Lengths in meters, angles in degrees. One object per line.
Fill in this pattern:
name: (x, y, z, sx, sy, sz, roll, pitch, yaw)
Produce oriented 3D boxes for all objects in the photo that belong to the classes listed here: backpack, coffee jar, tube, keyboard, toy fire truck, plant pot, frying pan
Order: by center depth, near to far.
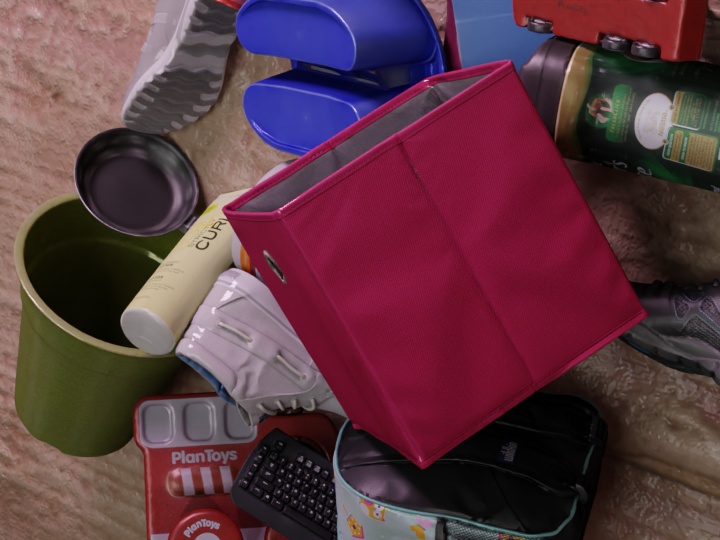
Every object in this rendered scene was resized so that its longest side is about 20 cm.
toy fire truck: (0.222, -0.181, 1.183, 0.199, 0.140, 0.049, 20, 111, 40)
coffee jar: (0.210, -0.109, 1.190, 0.198, 0.104, 0.086, 15, 107, 17)
backpack: (0.078, 0.174, 1.301, 0.198, 0.176, 0.154, 13, 129, 11)
keyboard: (-0.002, 0.195, 1.396, 0.199, 0.105, 0.040, 32, 157, -7)
tube: (-0.136, -0.012, 1.433, 0.058, 0.200, 0.052, 25, 137, 9)
toy fire truck: (-0.094, 0.183, 1.456, 0.198, 0.112, 0.170, -4, 85, -6)
frying pan: (-0.167, -0.066, 1.519, 0.031, 0.189, 0.116, 126, 158, -53)
plant pot: (-0.234, 0.065, 1.528, 0.200, 0.199, 0.191, 43, 133, 20)

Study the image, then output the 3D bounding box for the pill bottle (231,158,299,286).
pill bottle: (0.000, 0.000, 1.378, 0.199, 0.113, 0.114, 33, 116, 26)

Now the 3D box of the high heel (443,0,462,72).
high heel: (0.065, -0.221, 1.320, 0.095, 0.067, 0.201, -25, 97, 25)

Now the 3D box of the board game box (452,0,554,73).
board game box: (0.147, -0.203, 1.258, 0.156, 0.039, 0.202, -9, 110, 5)

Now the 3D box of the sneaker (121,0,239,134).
sneaker: (-0.153, -0.204, 1.487, 0.200, 0.074, 0.082, -53, 40, 32)

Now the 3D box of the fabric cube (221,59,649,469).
fabric cube: (0.046, -0.008, 1.191, 0.200, 0.199, 0.196, 60, 169, -11)

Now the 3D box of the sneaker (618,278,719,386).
sneaker: (0.252, 0.037, 1.249, 0.199, 0.073, 0.082, 27, 90, 28)

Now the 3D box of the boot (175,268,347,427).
boot: (-0.064, 0.095, 1.404, 0.200, 0.096, 0.073, 40, 161, -15)

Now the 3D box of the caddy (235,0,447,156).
caddy: (-0.012, -0.164, 1.358, 0.199, 0.104, 0.143, 19, 120, 48)

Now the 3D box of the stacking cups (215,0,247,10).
stacking cups: (-0.080, -0.314, 1.377, 0.060, 0.060, 0.201, 26, 98, 28)
